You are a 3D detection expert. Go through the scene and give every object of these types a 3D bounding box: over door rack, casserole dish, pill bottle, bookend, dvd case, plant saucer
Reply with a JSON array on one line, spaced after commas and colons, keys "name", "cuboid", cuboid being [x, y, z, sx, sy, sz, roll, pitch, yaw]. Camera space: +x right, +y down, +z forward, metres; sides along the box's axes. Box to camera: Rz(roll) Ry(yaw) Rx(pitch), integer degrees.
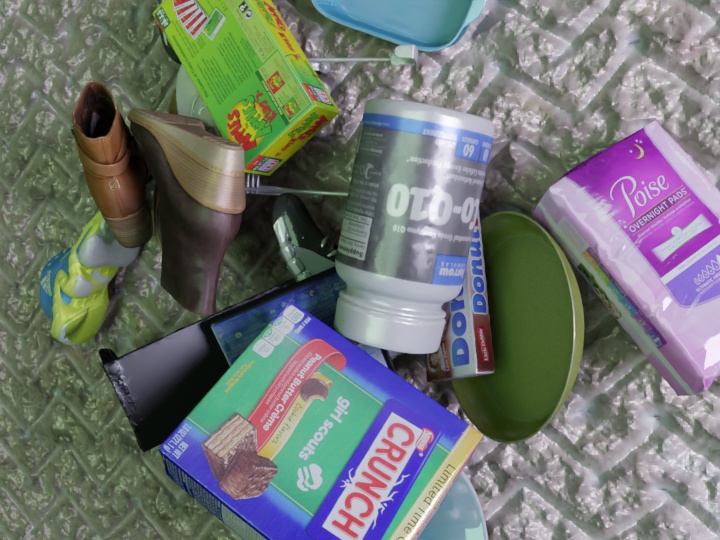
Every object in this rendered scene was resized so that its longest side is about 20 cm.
[{"name": "over door rack", "cuboid": [-0.030, -0.142, 0.826, 0.199, 0.067, 0.148, 5, 94, 28]}, {"name": "casserole dish", "cuboid": [0.040, -0.284, 0.800, 0.200, 0.039, 0.122, 26, 104, 25]}, {"name": "pill bottle", "cuboid": [0.041, -0.038, 0.706, 0.113, 0.114, 0.201, 14, 98, 26]}, {"name": "bookend", "cuboid": [-0.163, 0.090, 0.872, 0.200, 0.199, 0.092, -24, 96, -17]}, {"name": "dvd case", "cuboid": [-0.038, 0.106, 0.786, 0.142, 0.018, 0.201, -23, 110, -4]}, {"name": "plant saucer", "cuboid": [0.134, 0.049, 0.721, 0.200, 0.031, 0.201, -177, 90, -66]}]

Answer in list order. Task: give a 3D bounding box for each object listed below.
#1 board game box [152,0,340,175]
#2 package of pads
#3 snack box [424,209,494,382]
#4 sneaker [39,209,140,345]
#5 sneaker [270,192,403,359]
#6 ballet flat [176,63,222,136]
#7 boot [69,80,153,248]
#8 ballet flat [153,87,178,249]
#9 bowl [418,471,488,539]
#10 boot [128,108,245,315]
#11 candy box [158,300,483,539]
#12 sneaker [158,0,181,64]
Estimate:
[{"name": "board game box", "cuboid": [-0.114, -0.205, 0.805, 0.102, 0.048, 0.200, -37, 74, 25]}, {"name": "package of pads", "cuboid": [0.248, -0.012, 0.663, 0.120, 0.076, 0.200, -33, 76, -11]}, {"name": "snack box", "cuboid": [0.083, -0.001, 0.761, 0.072, 0.024, 0.201, -21, 68, 53]}, {"name": "sneaker", "cuboid": [-0.335, -0.016, 0.990, 0.105, 0.076, 0.200, 30, 95, 35]}, {"name": "sneaker", "cuboid": [0.000, 0.000, 0.811, 0.115, 0.075, 0.200, -21, 104, 18]}, {"name": "ballet flat", "cuboid": [-0.151, -0.127, 0.874, 0.069, 0.069, 0.201, 6, 107, 27]}, {"name": "boot", "cuboid": [-0.279, -0.138, 0.888, 0.076, 0.156, 0.200, -14, 50, -8]}, {"name": "ballet flat", "cuboid": [-0.197, -0.119, 0.928, 0.063, 0.068, 0.201, 23, 101, 52]}, {"name": "bowl", "cuboid": [0.018, 0.266, 0.771, 0.105, 0.200, 0.202, -14, 86, 48]}, {"name": "boot", "cuboid": [-0.186, -0.064, 0.810, 0.200, 0.072, 0.167, 31, 113, 45]}, {"name": "candy box", "cuboid": [-0.032, 0.151, 0.668, 0.200, 0.077, 0.169, 34, 63, 13]}, {"name": "sneaker", "cuboid": [-0.141, -0.313, 0.874, 0.115, 0.076, 0.201, 17, 100, 23]}]
